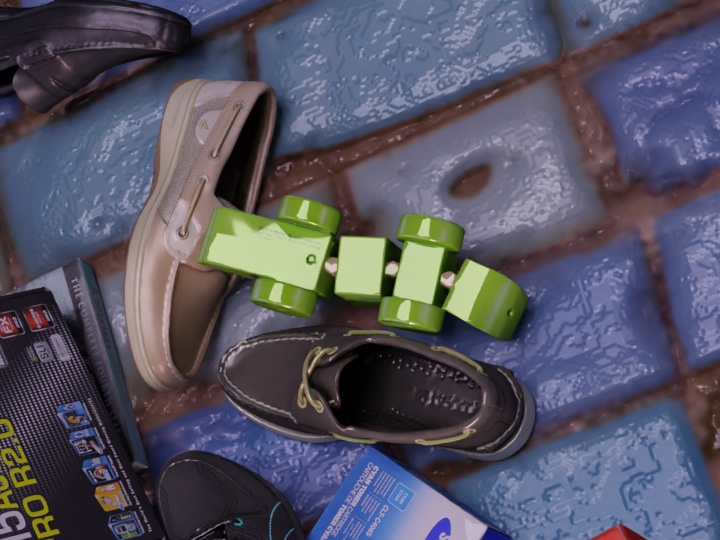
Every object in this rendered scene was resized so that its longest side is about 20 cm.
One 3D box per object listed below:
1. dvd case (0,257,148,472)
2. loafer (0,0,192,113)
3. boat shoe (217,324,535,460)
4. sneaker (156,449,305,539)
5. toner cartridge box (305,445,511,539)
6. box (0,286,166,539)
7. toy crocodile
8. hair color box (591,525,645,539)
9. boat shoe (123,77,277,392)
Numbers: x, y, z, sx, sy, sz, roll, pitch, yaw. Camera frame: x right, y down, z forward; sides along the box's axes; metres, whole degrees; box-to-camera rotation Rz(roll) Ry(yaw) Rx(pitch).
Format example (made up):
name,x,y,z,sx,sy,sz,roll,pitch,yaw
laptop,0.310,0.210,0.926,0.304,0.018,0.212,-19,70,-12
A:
name,x,y,z,sx,sy,sz,roll,pitch,yaw
dvd case,-0.239,0.096,1.854,0.200,0.022,0.146,-24,67,15
loafer,-0.195,-0.135,1.880,0.201,0.068,0.070,-2,82,29
boat shoe,0.001,0.067,1.731,0.202,0.060,0.072,8,78,26
sneaker,-0.064,0.178,1.670,0.075,0.079,0.200,-39,61,11
toner cartridge box,-0.008,0.210,1.703,0.095,0.043,0.200,33,90,28
box,-0.225,0.112,1.745,0.160,0.044,0.200,-12,55,-25
toy crocodile,0.000,0.000,1.737,0.200,0.062,0.068,9,80,18
hair color box,0.136,0.198,1.543,0.102,0.200,0.061,-30,65,14
boat shoe,-0.093,-0.023,1.797,0.065,0.072,0.200,1,70,26
